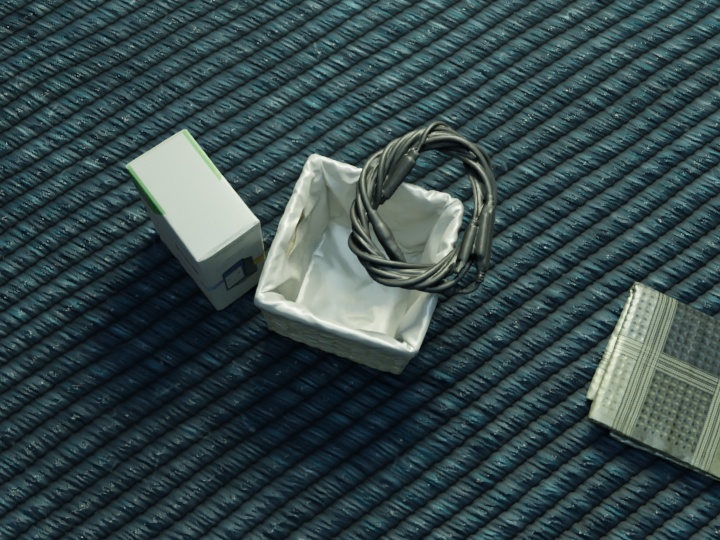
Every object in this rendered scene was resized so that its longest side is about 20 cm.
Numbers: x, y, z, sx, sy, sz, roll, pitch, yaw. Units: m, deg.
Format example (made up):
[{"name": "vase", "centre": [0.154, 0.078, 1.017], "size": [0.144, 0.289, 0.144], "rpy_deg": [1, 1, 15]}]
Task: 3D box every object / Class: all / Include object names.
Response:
[{"name": "basket", "centre": [0.000, 0.000, 1.089], "size": [0.200, 0.161, 0.199], "rpy_deg": [18, 74, 4]}, {"name": "ink cartridge box", "centre": [-0.189, -0.053, 1.080], "size": [0.087, 0.200, 0.145], "rpy_deg": [-36, 76, -15]}, {"name": "cable", "centre": [0.071, -0.072, 1.011], "size": [0.163, 0.051, 0.200], "rpy_deg": [7, 77, 5]}, {"name": "towel", "centre": [0.395, 0.140, 1.130], "size": [0.192, 0.035, 0.200], "rpy_deg": [25, 72, 3]}]
